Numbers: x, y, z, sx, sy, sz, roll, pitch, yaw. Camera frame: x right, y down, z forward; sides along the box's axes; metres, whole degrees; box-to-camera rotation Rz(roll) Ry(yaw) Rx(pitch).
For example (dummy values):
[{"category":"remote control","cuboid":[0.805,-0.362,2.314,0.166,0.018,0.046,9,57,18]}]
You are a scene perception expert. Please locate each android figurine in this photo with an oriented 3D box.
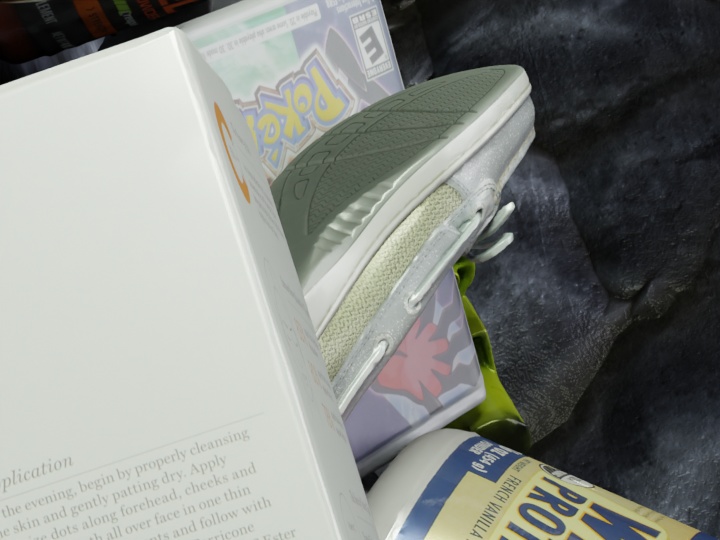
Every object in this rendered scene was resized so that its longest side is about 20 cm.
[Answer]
[{"category":"android figurine","cuboid":[0.035,0.040,1.102,0.200,0.041,0.182,-116,-172,-53]}]

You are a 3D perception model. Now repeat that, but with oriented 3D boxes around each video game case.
[{"category":"video game case","cuboid":[-0.037,-0.003,0.907,0.200,0.023,0.182,-29,107,-49]}]

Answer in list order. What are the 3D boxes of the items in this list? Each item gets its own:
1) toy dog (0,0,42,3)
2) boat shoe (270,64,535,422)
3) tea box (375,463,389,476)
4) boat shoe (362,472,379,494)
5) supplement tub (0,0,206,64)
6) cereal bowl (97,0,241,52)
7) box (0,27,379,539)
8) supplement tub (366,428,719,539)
[{"category":"toy dog","cuboid":[-0.126,-0.183,0.803,0.194,0.139,0.200,-26,-97,56]},{"category":"boat shoe","cuboid":[0.001,0.001,0.879,0.202,0.074,0.065,-51,124,-35]},{"category":"tea box","cuboid":[0.039,0.190,1.313,0.200,0.134,0.197,53,19,-82]},{"category":"boat shoe","cuboid":[-0.017,0.107,1.021,0.200,0.062,0.075,27,45,-85]},{"category":"supplement tub","cuboid":[-0.061,-0.157,0.942,0.107,0.200,0.107,-19,90,-87]},{"category":"cereal bowl","cuboid":[-0.066,-0.017,1.026,0.200,0.083,0.200,-16,90,-81]},{"category":"box","cuboid":[-0.055,0.052,0.695,0.124,0.097,0.200,57,15,-79]},{"category":"supplement tub","cuboid":[0.087,0.157,0.924,0.144,0.200,0.144,-57,161,-32]}]
